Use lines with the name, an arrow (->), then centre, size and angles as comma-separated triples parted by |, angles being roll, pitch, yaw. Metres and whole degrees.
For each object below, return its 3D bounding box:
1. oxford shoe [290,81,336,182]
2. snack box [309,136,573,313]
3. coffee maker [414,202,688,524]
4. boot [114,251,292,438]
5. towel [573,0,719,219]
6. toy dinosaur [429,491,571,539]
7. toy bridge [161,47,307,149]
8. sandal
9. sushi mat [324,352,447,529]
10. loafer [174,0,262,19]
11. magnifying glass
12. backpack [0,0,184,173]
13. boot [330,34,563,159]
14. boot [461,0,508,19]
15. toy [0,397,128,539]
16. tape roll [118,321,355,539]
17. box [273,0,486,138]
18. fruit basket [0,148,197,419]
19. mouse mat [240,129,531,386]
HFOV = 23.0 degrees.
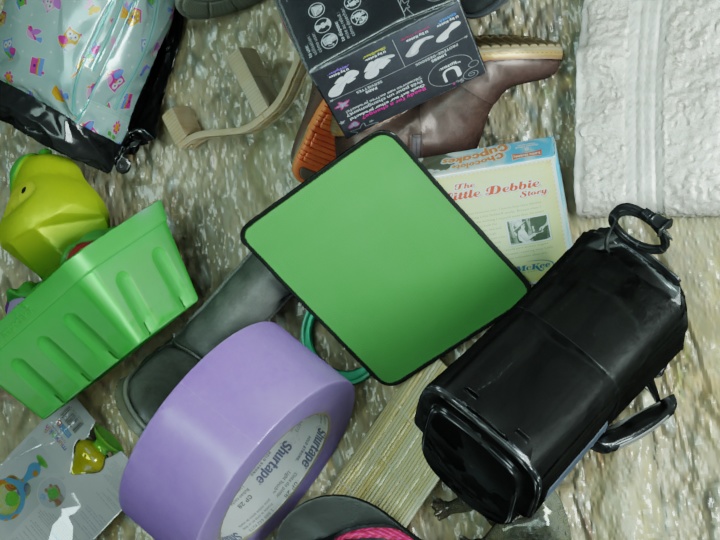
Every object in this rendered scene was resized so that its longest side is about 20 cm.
oxford shoe -> -0.008, -0.168, 1.514 | 0.073, 0.071, 0.200 | 41, 105, 45
snack box -> 0.068, -0.035, 1.433 | 0.199, 0.037, 0.117 | -9, 122, 8
coffee maker -> 0.140, 0.069, 1.333 | 0.134, 0.193, 0.200 | 25, 56, 37
boot -> -0.109, 0.047, 1.484 | 0.200, 0.182, 0.073 | -38, 107, 16
towel -> 0.240, -0.142, 1.427 | 0.132, 0.034, 0.201 | 1, 88, 21
toy dinosaur -> 0.125, 0.196, 1.431 | 0.102, 0.077, 0.201 | -31, 73, 30
toy bridge -> -0.088, -0.160, 1.524 | 0.200, 0.027, 0.067 | -36, 73, 31
sandal -> 0.022, 0.239, 1.431 | 0.199, 0.045, 0.075 | 22, 97, 16
sushi mat -> 0.026, 0.168, 1.483 | 0.200, 0.012, 0.096 | -56, 47, 9
loafer -> -0.077, -0.288, 1.542 | 0.199, 0.072, 0.063 | -26, 62, 11
magnifying glass -> 0.000, 0.000, 1.515 | 0.079, 0.022, 0.201 | 13, 90, 17
backpack -> -0.243, -0.206, 1.562 | 0.167, 0.127, 0.201 | 28, 94, 23
boot -> 0.077, -0.105, 1.475 | 0.199, 0.072, 0.167 | -9, 105, -2
boot -> 0.097, -0.289, 1.398 | 0.066, 0.200, 0.165 | 40, 101, 17
toy -> -0.287, 0.221, 1.598 | 0.200, 0.047, 0.115 | -47, 70, 9
tape roll -> -0.099, 0.146, 1.451 | 0.085, 0.200, 0.200 | 38, 100, 18
box -> -0.002, -0.230, 1.398 | 0.132, 0.115, 0.201 | -25, 61, 5
fruit basket -> -0.261, -0.005, 1.531 | 0.215, 0.155, 0.216 | 15, 121, 26
mouse mat -> 0.021, -0.006, 1.428 | 0.161, 0.008, 0.200 | -34, 114, 21
